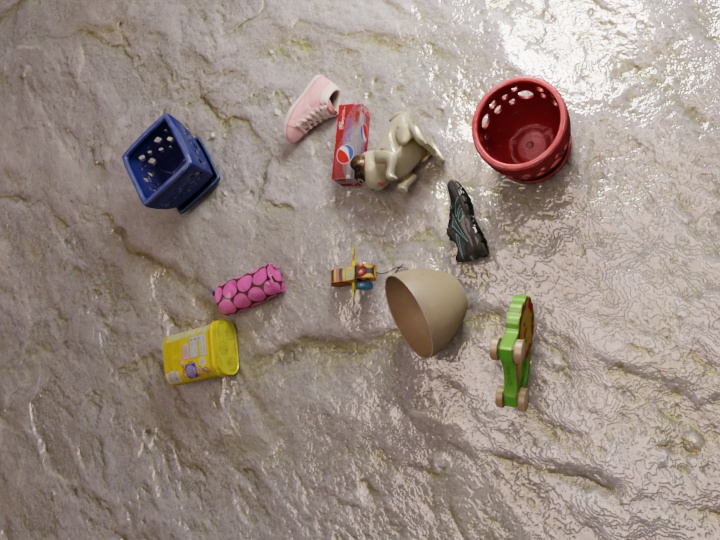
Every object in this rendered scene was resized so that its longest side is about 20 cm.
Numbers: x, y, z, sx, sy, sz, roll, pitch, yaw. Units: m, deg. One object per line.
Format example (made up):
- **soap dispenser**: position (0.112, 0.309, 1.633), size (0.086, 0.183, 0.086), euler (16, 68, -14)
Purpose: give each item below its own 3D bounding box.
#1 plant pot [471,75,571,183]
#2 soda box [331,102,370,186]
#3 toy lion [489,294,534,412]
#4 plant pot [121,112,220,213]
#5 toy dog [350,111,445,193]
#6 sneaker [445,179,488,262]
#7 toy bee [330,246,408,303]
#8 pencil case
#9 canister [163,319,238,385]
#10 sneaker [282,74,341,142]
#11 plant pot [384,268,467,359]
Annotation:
- **plant pot**: position (0.358, -0.288, 1.400), size (0.198, 0.182, 0.203), euler (-6, 77, 26)
- **soda box**: position (-0.023, -0.323, 1.669), size (0.069, 0.063, 0.203), euler (2, 81, 26)
- **toy lion**: position (0.330, 0.161, 1.354), size (0.068, 0.192, 0.202), euler (4, 123, 27)
- **plant pot**: position (-0.528, -0.292, 1.855), size (0.199, 0.179, 0.201), euler (-38, 66, 15)
- **toy dog**: position (0.069, -0.280, 1.574), size (0.199, 0.139, 0.195), euler (-38, 66, 18)
- **sneaker**: position (0.228, -0.115, 1.497), size (0.079, 0.075, 0.202), euler (-24, 70, 23)
- **toy bee**: position (0.000, 0.000, 1.574), size (0.199, 0.108, 0.132), euler (-28, 68, 20)
- **pencil case**: position (-0.297, 0.047, 1.731), size (0.198, 0.091, 0.095), euler (-21, 58, 20)
- **canister**: position (-0.439, 0.228, 1.769), size (0.198, 0.086, 0.151), euler (-16, 74, 25)
- **sneaker**: position (-0.124, -0.419, 1.730), size (0.104, 0.075, 0.201), euler (35, 93, 33)
- **plant pot**: position (0.160, 0.077, 1.451), size (0.133, 0.201, 0.201), euler (-24, 66, -18)
